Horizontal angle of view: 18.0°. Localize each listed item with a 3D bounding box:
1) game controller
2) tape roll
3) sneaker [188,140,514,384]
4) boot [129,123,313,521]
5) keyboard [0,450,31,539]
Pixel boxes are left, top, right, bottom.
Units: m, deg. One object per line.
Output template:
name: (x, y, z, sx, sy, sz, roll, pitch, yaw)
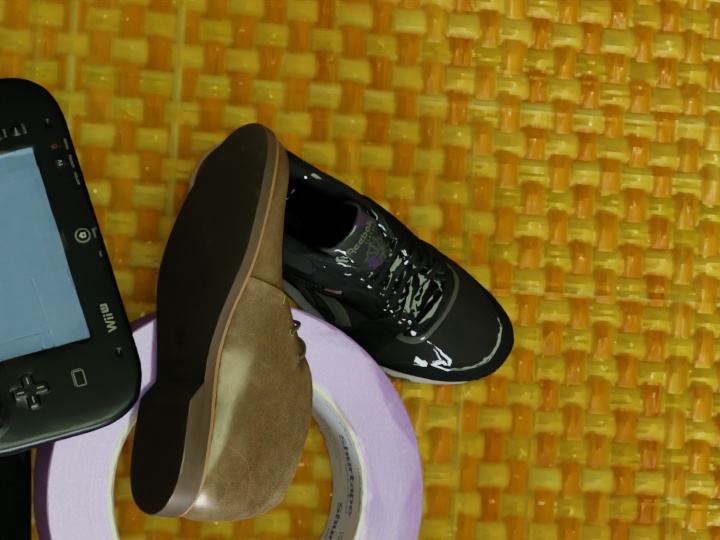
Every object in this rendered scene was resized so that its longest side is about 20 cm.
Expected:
game controller: (-0.181, -0.004, 1.153, 0.104, 0.042, 0.201, -18, 70, -5)
tape roll: (-0.070, 0.116, 1.201, 0.199, 0.066, 0.201, 1, 88, -16)
sneaker: (0.000, 0.000, 1.211, 0.200, 0.088, 0.076, 31, 81, -12)
boot: (-0.059, 0.028, 1.148, 0.075, 0.074, 0.201, 12, 89, -32)
keyboard: (-0.223, 0.097, 1.184, 0.104, 0.040, 0.201, 1, 86, -38)
